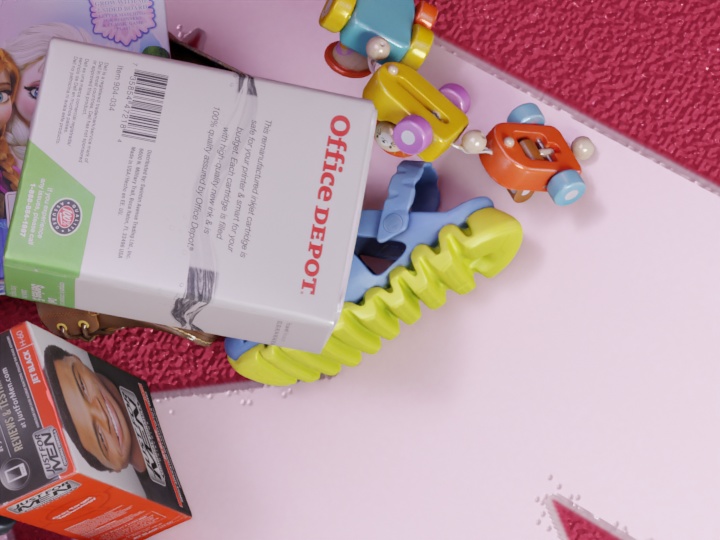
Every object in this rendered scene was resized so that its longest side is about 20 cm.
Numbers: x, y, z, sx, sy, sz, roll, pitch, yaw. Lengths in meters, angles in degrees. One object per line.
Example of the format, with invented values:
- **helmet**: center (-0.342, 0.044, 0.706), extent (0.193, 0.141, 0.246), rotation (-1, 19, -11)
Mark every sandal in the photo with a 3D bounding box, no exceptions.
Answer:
- **sandal**: center (0.000, 0.000, 1.662), extent (0.200, 0.079, 0.087), rotation (-31, 68, -1)

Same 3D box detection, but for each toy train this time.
- **toy train**: center (0.050, -0.110, 1.658), extent (0.056, 0.150, 0.200), rotation (-52, 57, 36)

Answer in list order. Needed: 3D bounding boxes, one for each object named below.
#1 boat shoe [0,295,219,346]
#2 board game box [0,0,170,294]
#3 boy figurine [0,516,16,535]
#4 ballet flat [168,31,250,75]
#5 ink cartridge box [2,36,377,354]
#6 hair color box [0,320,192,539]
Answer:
- **boat shoe**: center (-0.174, 0.015, 1.712), extent (0.200, 0.072, 0.068), rotation (20, 89, 26)
- **board game box**: center (-0.213, -0.086, 1.649), extent (0.200, 0.041, 0.200), rotation (-6, 76, -7)
- **boy figurine**: center (-0.268, 0.234, 1.669), extent (0.064, 0.124, 0.200), rotation (23, 117, 9)
- **ballet flat**: center (-0.103, -0.109, 1.716), extent (0.200, 0.067, 0.068), rotation (27, 87, 20)
- **ink cartridge box**: center (-0.102, -0.043, 1.584), extent (0.200, 0.084, 0.146), rotation (12, 74, -4)
- **hair color box**: center (-0.175, 0.105, 1.619), extent (0.061, 0.200, 0.102), rotation (-24, 73, 10)
